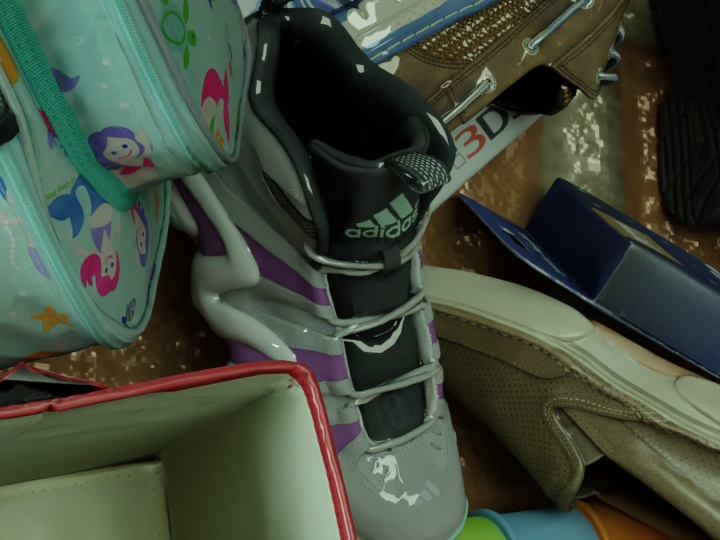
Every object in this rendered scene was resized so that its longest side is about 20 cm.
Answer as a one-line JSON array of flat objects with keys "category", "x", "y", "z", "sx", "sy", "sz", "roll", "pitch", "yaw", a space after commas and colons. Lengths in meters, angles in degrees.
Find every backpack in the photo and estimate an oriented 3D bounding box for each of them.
[{"category": "backpack", "x": -0.114, "y": -0.071, "z": 0.675, "sx": 0.150, "sy": 0.178, "sz": 0.200, "roll": -10, "pitch": 118, "yaw": 6}]

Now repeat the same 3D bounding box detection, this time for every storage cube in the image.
[{"category": "storage cube", "x": -0.104, "y": 0.139, "z": 0.686, "sx": 0.170, "sy": 0.180, "sz": 0.201, "roll": -8, "pitch": 78, "yaw": -26}]

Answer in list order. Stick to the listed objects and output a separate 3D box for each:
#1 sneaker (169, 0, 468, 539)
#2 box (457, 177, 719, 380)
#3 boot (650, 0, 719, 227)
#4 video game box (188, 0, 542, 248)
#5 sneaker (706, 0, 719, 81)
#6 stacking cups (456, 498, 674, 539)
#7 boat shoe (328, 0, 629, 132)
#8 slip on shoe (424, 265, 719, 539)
[{"category": "sneaker", "x": 0.000, "y": 0.000, "z": 0.743, "sx": 0.078, "sy": 0.140, "sz": 0.200, "roll": -29, "pitch": 89, "yaw": -33}, {"category": "box", "x": 0.137, "y": 0.019, "z": 0.865, "sx": 0.200, "sy": 0.121, "sz": 0.032, "roll": 29, "pitch": 98, "yaw": -14}, {"category": "boot", "x": 0.196, "y": -0.105, "z": 0.962, "sx": 0.131, "sy": 0.070, "sz": 0.201, "roll": 6, "pitch": 84, "yaw": -26}, {"category": "video game box", "x": -0.026, "y": -0.105, "z": 0.866, "sx": 0.182, "sy": 0.047, "sz": 0.200, "roll": -42, "pitch": 95, "yaw": -30}, {"category": "sneaker", "x": 0.222, "y": -0.071, "z": 0.889, "sx": 0.121, "sy": 0.084, "sz": 0.201, "roll": -23, "pitch": 95, "yaw": -29}, {"category": "stacking cups", "x": 0.064, "y": 0.110, "z": 0.842, "sx": 0.199, "sy": 0.060, "sz": 0.061, "roll": -9, "pitch": 79, "yaw": -29}, {"category": "boat shoe", "x": 0.061, "y": -0.094, "z": 0.845, "sx": 0.200, "sy": 0.072, "sz": 0.073, "roll": -29, "pitch": 99, "yaw": -26}, {"category": "slip on shoe", "x": 0.083, "y": 0.059, "z": 0.826, "sx": 0.200, "sy": 0.076, "sz": 0.061, "roll": 24, "pitch": 74, "yaw": 9}]
